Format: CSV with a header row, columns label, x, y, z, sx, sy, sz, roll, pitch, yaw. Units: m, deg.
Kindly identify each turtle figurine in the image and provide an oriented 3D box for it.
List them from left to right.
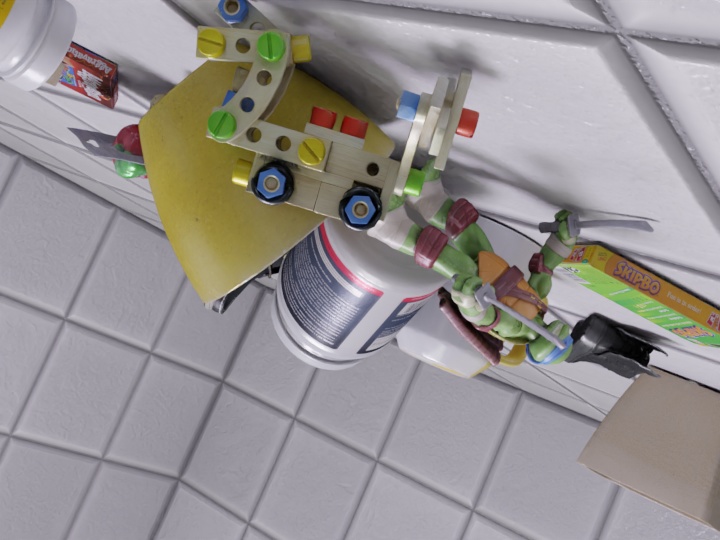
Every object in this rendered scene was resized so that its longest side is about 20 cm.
label,x,y,z,sx,sy,sz,roll,pitch,yaw
turtle figurine,0.115,-0.022,0.799,0.193,0.144,0.200,39,167,12

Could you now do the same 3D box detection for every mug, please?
label,x,y,z,sx,sy,sz,roll,pitch,yaw
mug,0.125,0.037,1.061,0.185,0.154,0.149,25,173,-6

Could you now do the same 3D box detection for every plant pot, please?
label,x,y,z,sx,sy,sz,roll,pitch,yaw
plant pot,-0.093,-0.093,0.783,0.142,0.200,0.200,50,168,-11
plant pot,0.466,0.258,1.465,0.199,0.178,0.200,21,173,32

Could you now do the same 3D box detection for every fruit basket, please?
label,x,y,z,sx,sy,sz,roll,pitch,yaw
fruit basket,-0.226,-0.123,1.135,0.198,0.095,0.185,3,-165,-28

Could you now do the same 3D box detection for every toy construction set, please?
label,x,y,z,sx,sy,sz,roll,pitch,yaw
toy construction set,-0.020,-0.101,0.654,0.198,0.133,0.092,18,-174,14

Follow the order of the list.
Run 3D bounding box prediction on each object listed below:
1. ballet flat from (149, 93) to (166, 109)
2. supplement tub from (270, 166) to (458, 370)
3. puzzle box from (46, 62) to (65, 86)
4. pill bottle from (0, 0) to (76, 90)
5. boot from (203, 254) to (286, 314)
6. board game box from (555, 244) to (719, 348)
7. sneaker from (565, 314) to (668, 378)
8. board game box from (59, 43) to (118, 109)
label,x,y,z,sx,sy,sz,roll,pitch,yaw
ballet flat,-0.135,-0.149,1.053,0.198,0.057,0.067,25,-143,9
supplement tub,0.000,0.000,0.964,0.139,0.141,0.200,25,142,-11
puzzle box,-0.393,-0.247,0.985,0.132,0.026,0.200,19,-168,-44
pill bottle,-0.333,-0.229,0.783,0.199,0.113,0.112,30,171,-42
boot,-0.064,-0.007,1.099,0.153,0.204,0.074,35,160,3
board game box,0.284,0.028,0.960,0.199,0.030,0.095,29,173,-14
sneaker,0.329,0.108,1.293,0.104,0.060,0.200,28,171,7
board game box,-0.338,-0.238,1.167,0.102,0.020,0.200,25,174,-12
